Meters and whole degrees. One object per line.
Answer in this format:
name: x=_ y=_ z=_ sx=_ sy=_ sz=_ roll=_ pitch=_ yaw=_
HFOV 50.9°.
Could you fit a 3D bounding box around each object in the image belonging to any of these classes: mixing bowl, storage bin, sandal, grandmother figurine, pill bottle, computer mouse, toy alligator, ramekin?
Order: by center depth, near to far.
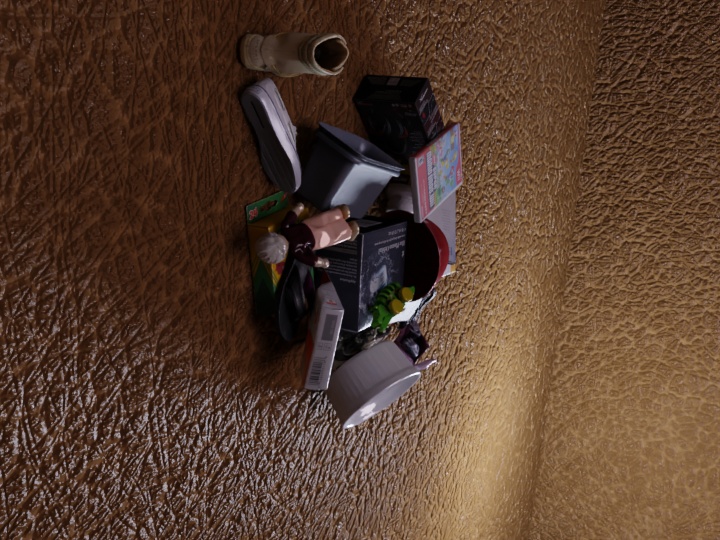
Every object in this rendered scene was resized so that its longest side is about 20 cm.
grandmother figurine: x=-0.093 y=-0.055 z=1.293 sx=0.199 sy=0.122 sz=0.061 roll=-19 pitch=157 yaw=-40
sandal: x=-0.106 y=0.026 z=1.329 sx=0.075 sy=0.048 sz=0.202 roll=19 pitch=82 yaw=-61
storage bin: x=-0.035 y=-0.184 z=1.432 sx=0.135 sy=0.145 sz=0.200 roll=-57 pitch=156 yaw=15
toy alligator: x=0.045 y=0.076 z=1.487 sx=0.054 sy=0.059 sz=0.200 roll=47 pitch=48 yaw=-5
ramekin: x=0.020 y=0.235 z=1.588 sx=0.200 sy=0.098 sz=0.201 roll=-32 pitch=161 yaw=-12
mixing bowl: x=0.119 y=-0.040 z=1.652 sx=0.108 sy=0.199 sz=0.202 roll=-17 pitch=113 yaw=-48
pill bottle: x=0.121 y=-0.214 z=1.713 sx=0.109 sy=0.109 sz=0.201 roll=41 pitch=63 yaw=-58
computer mouse: x=0.091 y=0.083 z=1.796 sx=0.139 sy=0.053 sz=0.200 roll=-54 pitch=153 yaw=15

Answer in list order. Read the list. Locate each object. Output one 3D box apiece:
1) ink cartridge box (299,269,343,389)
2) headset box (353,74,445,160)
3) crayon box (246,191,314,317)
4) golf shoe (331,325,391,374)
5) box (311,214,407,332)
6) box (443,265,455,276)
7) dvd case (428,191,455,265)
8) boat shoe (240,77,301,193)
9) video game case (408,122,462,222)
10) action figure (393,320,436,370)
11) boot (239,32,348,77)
ink cartridge box: x=-0.084 y=0.101 z=1.402 sx=0.050 sy=0.200 sz=0.163 roll=7 pitch=110 yaw=-18
headset box: x=0.091 y=-0.308 z=1.588 sx=0.075 sy=0.148 sz=0.200 roll=-63 pitch=148 yaw=-25
crayon box: x=-0.141 y=-0.033 z=1.351 sx=0.127 sy=0.050 sz=0.202 roll=-35 pitch=127 yaw=-52
golf shoe: x=-0.007 y=0.160 z=1.652 sx=0.200 sy=0.077 sz=0.089 roll=-23 pitch=138 yaw=-53
box: x=0.000 y=0.000 z=1.551 sx=0.196 sy=0.117 sz=0.202 roll=-20 pitch=117 yaw=-58
box: x=0.150 y=-0.029 z=1.846 sx=0.199 sy=0.041 sz=0.120 roll=-18 pitch=116 yaw=-34
dvd case: x=0.171 y=-0.121 z=1.817 sx=0.142 sy=0.018 sz=0.202 roll=9 pitch=76 yaw=-33
boat shoe: x=-0.134 y=-0.228 z=1.278 sx=0.067 sy=0.073 sz=0.201 roll=-52 pitch=140 yaw=-37
video game case: x=0.160 y=-0.206 z=1.577 sx=0.200 sy=0.017 sz=0.144 roll=-44 pitch=135 yaw=-44
action figure: x=0.087 y=0.217 z=1.744 sx=0.134 sy=0.149 sz=0.201 roll=-13 pitch=143 yaw=-50
boot: x=-0.081 y=-0.357 z=1.250 sx=0.200 sy=0.154 sz=0.073 roll=-17 pitch=113 yaw=-59
